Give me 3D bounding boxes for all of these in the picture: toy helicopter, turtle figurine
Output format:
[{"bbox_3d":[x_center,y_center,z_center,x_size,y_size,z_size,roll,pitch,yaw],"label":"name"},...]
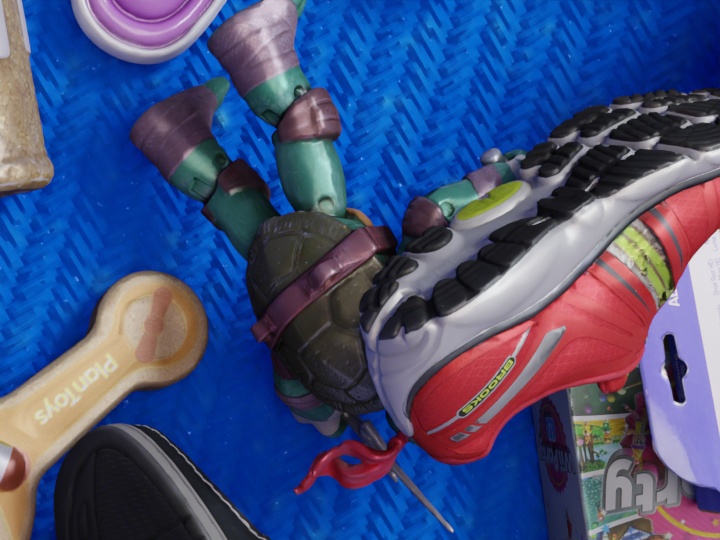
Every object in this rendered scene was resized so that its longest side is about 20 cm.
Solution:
[{"bbox_3d":[-0.131,0.077,0.855,0.200,0.079,0.132,-40,91,-23],"label":"toy helicopter"},{"bbox_3d":[0.000,0.000,0.850,0.150,0.101,0.200,-39,83,24],"label":"turtle figurine"}]

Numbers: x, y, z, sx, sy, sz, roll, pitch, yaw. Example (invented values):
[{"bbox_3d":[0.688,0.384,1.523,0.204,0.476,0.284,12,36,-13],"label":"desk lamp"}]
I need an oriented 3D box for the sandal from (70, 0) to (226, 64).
[{"bbox_3d":[-0.049,-0.175,0.890,0.082,0.050,0.203,22,84,-12],"label":"sandal"}]

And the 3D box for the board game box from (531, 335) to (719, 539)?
[{"bbox_3d":[0.145,0.048,0.922,0.147,0.064,0.200,-8,91,-13],"label":"board game box"}]

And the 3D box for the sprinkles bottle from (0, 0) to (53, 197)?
[{"bbox_3d":[-0.166,-0.125,0.853,0.068,0.068,0.200,-10,91,-13],"label":"sprinkles bottle"}]

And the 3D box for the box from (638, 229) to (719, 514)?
[{"bbox_3d":[0.198,0.023,0.884,0.200,0.041,0.119,-10,89,-13],"label":"box"}]

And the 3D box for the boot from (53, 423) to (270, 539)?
[{"bbox_3d":[-0.016,0.135,0.856,0.073,0.154,0.204,-42,78,31],"label":"boot"}]

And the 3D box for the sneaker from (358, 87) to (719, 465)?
[{"bbox_3d":[0.086,0.000,0.814,0.200,0.077,0.085,-32,118,-21],"label":"sneaker"}]
